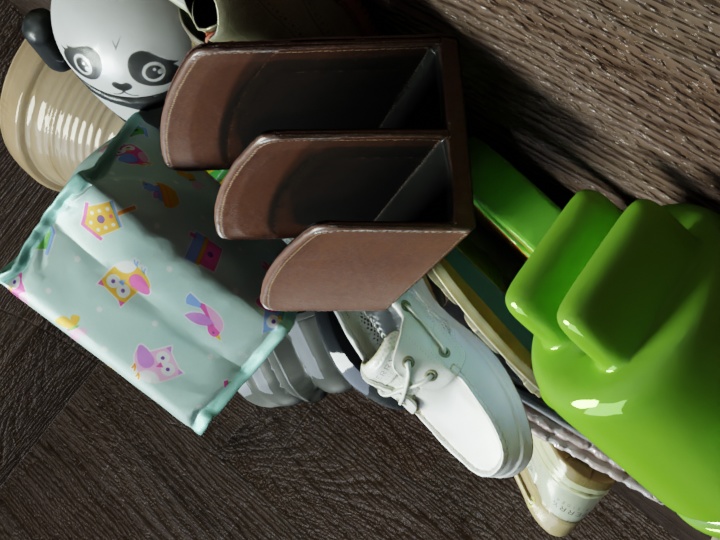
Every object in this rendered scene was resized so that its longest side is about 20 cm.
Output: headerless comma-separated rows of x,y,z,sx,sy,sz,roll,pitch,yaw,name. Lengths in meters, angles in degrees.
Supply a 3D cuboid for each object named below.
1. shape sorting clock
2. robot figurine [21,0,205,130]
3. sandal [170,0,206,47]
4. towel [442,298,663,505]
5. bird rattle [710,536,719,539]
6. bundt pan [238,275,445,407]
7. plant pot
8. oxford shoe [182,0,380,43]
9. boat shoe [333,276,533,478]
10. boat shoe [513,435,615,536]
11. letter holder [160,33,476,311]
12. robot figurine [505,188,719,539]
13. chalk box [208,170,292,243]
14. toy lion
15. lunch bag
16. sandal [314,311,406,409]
0.081,0.011,0.902,0.200,0.039,0.200,43,-165,-14,shape sorting clock
-0.144,-0.164,0.991,0.125,0.150,0.200,51,179,11,robot figurine
-0.068,-0.140,0.829,0.201,0.057,0.080,39,-141,-13,sandal
0.144,0.073,0.998,0.199,0.032,0.191,29,-159,5,towel
0.248,0.145,0.733,0.199,0.163,0.113,26,152,31,bird rattle
-0.020,0.048,1.100,0.202,0.201,0.076,-160,49,-79,bundt pan
-0.187,-0.136,1.150,0.093,0.201,0.201,39,177,29,plant pot
-0.056,-0.146,0.742,0.070,0.075,0.200,34,175,46,oxford shoe
0.028,0.055,0.883,0.069,0.071,0.200,-20,-114,-46,boat shoe
0.124,0.115,1.014,0.074,0.067,0.200,19,-158,-16,boat shoe
-0.035,-0.044,0.753,0.141,0.101,0.200,-2,168,-12,letter holder
0.160,0.049,0.651,0.200,0.116,0.175,40,169,-27,robot figurine
-0.074,-0.090,1.205,0.125,0.124,0.200,41,176,-21,chalk box
0.098,-0.026,0.827,0.192,0.069,0.200,46,-177,24,toy lion
-0.126,-0.010,0.931,0.170,0.122,0.200,38,-162,-9,lunch bag
-0.001,0.000,0.967,0.076,0.043,0.201,0,-114,-46,sandal
